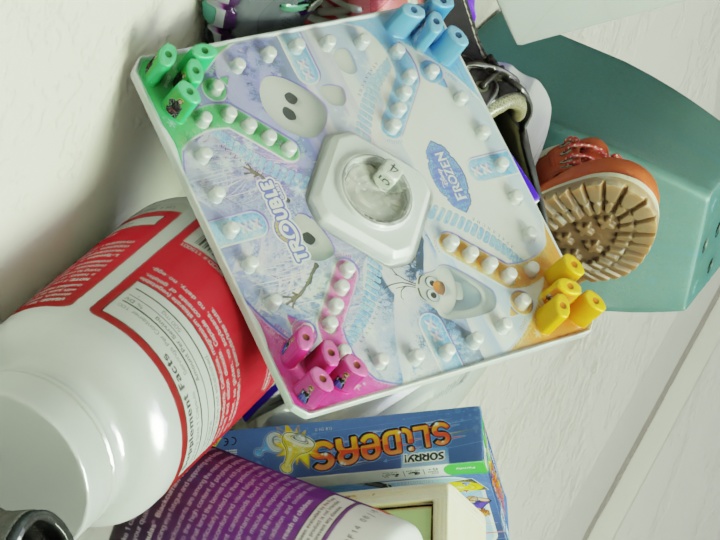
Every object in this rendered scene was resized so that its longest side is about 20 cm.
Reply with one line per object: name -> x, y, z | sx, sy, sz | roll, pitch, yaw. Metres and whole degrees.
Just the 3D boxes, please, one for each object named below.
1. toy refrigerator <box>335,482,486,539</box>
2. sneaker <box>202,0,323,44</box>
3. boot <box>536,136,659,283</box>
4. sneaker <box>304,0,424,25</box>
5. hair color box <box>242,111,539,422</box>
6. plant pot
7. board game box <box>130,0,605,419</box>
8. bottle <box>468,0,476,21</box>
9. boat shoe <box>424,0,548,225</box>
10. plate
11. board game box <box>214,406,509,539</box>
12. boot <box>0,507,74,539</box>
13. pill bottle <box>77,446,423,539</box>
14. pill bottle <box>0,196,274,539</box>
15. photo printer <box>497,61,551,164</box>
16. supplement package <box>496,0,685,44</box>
toy refrigerator -> -0.037, 0.166, 1.507 | 0.070, 0.199, 0.076 | 47, 41, -59
sneaker -> -0.026, -0.170, 1.426 | 0.074, 0.087, 0.201 | -48, 151, -49
boot -> 0.131, -0.045, 1.683 | 0.108, 0.075, 0.200 | -64, -168, -22
sneaker -> -0.012, -0.177, 1.519 | 0.087, 0.073, 0.202 | -20, 121, -55
hair color box -> 0.000, 0.000, 1.529 | 0.109, 0.065, 0.200 | -27, 168, -37
plant pot -> 0.146, -0.059, 1.863 | 0.141, 0.199, 0.142 | -42, 147, -54
board game box -> 0.008, -0.040, 1.405 | 0.199, 0.201, 0.026 | -14, 161, -37
bottle -> 0.017, -0.120, 1.639 | 0.201, 0.065, 0.084 | -62, 154, -26
boat shoe -> 0.065, -0.087, 1.573 | 0.072, 0.065, 0.202 | -4, 80, -49
plate -> 0.011, 0.082, 1.657 | 0.199, 0.032, 0.200 | -32, 166, -25
board game box -> -0.022, 0.126, 1.573 | 0.136, 0.198, 0.035 | 69, 16, -62
boot -> -0.172, 0.146, 1.251 | 0.070, 0.131, 0.200 | -65, 161, -18
pill bottle -> -0.077, 0.147, 1.418 | 0.112, 0.199, 0.112 | -56, 158, -38
pill bottle -> -0.117, 0.052, 1.348 | 0.200, 0.112, 0.113 | -44, 148, -54
photo printer -> 0.043, -0.027, 1.706 | 0.167, 0.069, 0.200 | -61, -178, -28
supplement package -> 0.123, -0.259, 1.515 | 0.152, 0.150, 0.201 | 59, 20, -57
